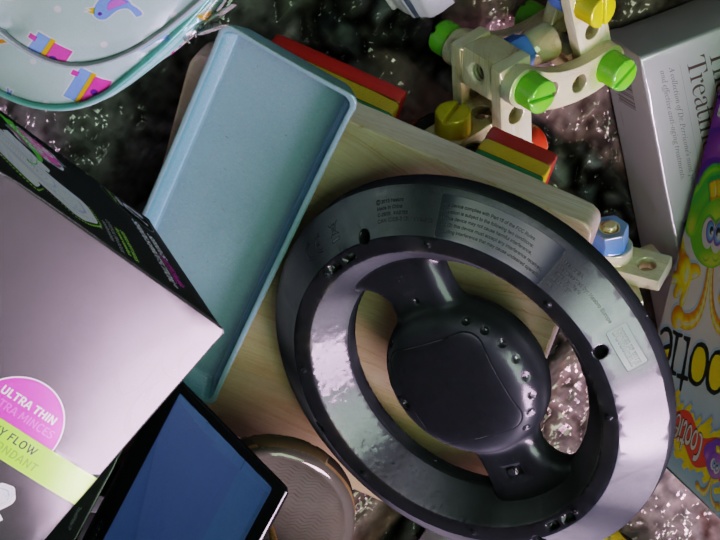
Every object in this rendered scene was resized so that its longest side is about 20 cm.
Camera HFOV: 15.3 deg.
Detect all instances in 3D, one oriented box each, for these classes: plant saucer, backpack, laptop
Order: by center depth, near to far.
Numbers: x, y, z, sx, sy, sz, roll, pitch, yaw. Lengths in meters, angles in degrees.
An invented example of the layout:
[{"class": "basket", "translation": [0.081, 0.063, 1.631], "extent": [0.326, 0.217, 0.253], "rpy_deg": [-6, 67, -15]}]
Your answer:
[{"class": "backpack", "translation": [-0.123, -0.168, 1.160], "extent": [0.176, 0.153, 0.200], "rpy_deg": [39, 120, -14]}, {"class": "plant saucer", "translation": [-0.064, -0.025, 1.247], "extent": [0.070, 0.019, 0.200], "rpy_deg": [30, 127, 4]}, {"class": "laptop", "translation": [-0.158, 0.119, 1.263], "extent": [0.200, 0.103, 0.177], "rpy_deg": [28, 100, -4]}]

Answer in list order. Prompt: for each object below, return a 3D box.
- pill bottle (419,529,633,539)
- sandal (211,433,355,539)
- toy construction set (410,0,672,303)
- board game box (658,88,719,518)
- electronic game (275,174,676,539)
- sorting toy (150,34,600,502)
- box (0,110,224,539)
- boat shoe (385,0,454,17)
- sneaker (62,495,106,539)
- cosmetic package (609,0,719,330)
[{"class": "pill bottle", "translation": [0.128, 0.200, 1.447], "extent": [0.200, 0.114, 0.114], "rpy_deg": [35, 95, -30]}, {"class": "sandal", "translation": [-0.054, 0.167, 1.296], "extent": [0.082, 0.055, 0.200], "rpy_deg": [12, 119, -20]}, {"class": "toy construction set", "translation": [0.088, -0.058, 1.345], "extent": [0.131, 0.092, 0.200], "rpy_deg": [-34, 125, -29]}, {"class": "board game box", "translation": [0.225, 0.016, 1.359], "extent": [0.105, 0.103, 0.200], "rpy_deg": [4, 110, -24]}, {"class": "electronic game", "translation": [0.050, 0.046, 1.228], "extent": [0.042, 0.200, 0.200], "rpy_deg": [-47, 131, -46]}, {"class": "sorting toy", "translation": [0.000, 0.000, 1.291], "extent": [0.200, 0.070, 0.199], "rpy_deg": [24, 127, 7]}, {"class": "box", "translation": [-0.189, 0.005, 1.153], "extent": [0.200, 0.124, 0.149], "rpy_deg": [36, 98, -31]}, {"class": "boat shoe", "translation": [-0.032, -0.193, 1.255], "extent": [0.067, 0.074, 0.200], "rpy_deg": [-31, 109, 10]}, {"class": "sneaker", "translation": [-0.087, 0.177, 1.376], "extent": [0.115, 0.075, 0.200], "rpy_deg": [-9, 127, -4]}, {"class": "cosmetic package", "translation": [0.219, -0.054, 1.417], "extent": [0.151, 0.052, 0.200], "rpy_deg": [-22, 118, -15]}]
